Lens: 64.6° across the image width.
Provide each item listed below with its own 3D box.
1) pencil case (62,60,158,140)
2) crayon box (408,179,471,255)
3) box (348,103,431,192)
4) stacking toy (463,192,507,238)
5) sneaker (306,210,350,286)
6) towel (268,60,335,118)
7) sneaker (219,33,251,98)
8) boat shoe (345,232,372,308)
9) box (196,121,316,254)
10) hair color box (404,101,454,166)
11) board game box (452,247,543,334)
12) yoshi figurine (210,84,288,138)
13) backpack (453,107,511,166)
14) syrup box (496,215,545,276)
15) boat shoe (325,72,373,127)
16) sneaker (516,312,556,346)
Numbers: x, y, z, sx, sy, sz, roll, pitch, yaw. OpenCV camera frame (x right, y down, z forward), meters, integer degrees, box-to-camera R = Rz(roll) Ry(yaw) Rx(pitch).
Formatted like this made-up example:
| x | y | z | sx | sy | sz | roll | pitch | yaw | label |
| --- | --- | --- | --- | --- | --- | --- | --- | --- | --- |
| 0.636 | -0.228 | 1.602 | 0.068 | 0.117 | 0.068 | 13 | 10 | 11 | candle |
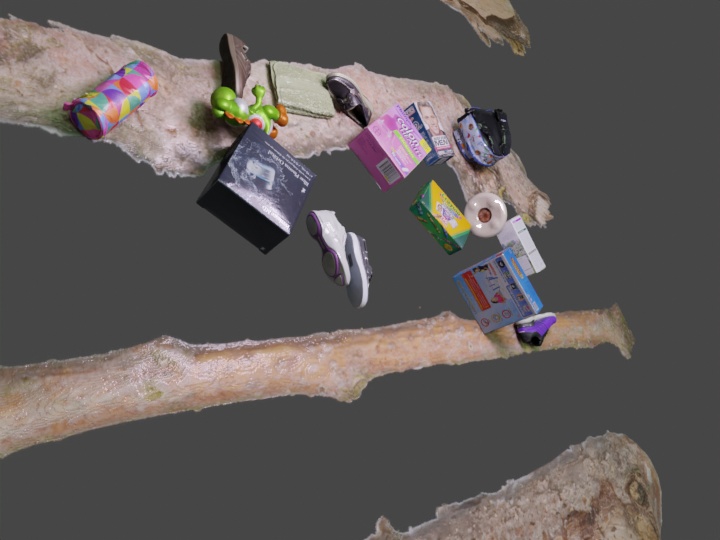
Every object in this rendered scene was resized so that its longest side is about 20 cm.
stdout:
| x | y | z | sx | sy | sz | roll | pitch | yaw | label |
| --- | --- | --- | --- | --- | --- | --- | --- | --- | --- |
| -0.496 | -0.348 | 1.148 | 0.088 | 0.088 | 0.201 | 44 | 45 | -16 | pencil case |
| 0.247 | -0.162 | 1.748 | 0.200 | 0.058 | 0.120 | 46 | 46 | -15 | crayon box |
| 0.090 | -0.363 | 1.677 | 0.177 | 0.096 | 0.200 | 52 | 44 | -9 | box |
| 0.437 | -0.181 | 1.910 | 0.199 | 0.144 | 0.149 | -5 | 72 | -63 | stacking toy |
| -0.059 | -0.061 | 1.408 | 0.099 | 0.074 | 0.204 | -15 | 80 | -44 | sneaker |
| -0.157 | -0.493 | 1.559 | 0.197 | 0.036 | 0.152 | 0 | 71 | -42 | towel |
| -0.298 | -0.495 | 1.407 | 0.075 | 0.070 | 0.204 | 7 | 66 | -41 | sneaker |
| 0.000 | 0.000 | 1.443 | 0.065 | 0.070 | 0.204 | 9 | 57 | -37 | boat shoe |
| -0.229 | -0.184 | 1.286 | 0.196 | 0.117 | 0.203 | 37 | 50 | -23 | box |
| 0.224 | -0.450 | 1.868 | 0.099 | 0.060 | 0.203 | -20 | 83 | -46 | hair color box |
| 0.403 | 0.063 | 1.681 | 0.056 | 0.195 | 0.202 | -32 | 92 | -46 | board game box |
| -0.273 | -0.381 | 1.341 | 0.198 | 0.110 | 0.115 | 1 | 98 | -52 | yoshi figurine |
| 0.431 | -0.461 | 1.998 | 0.197 | 0.154 | 0.193 | -10 | 68 | -38 | backpack |
| 0.550 | -0.079 | 1.968 | 0.081 | 0.078 | 0.203 | -23 | 85 | -45 | syrup box |
| -0.029 | -0.487 | 1.633 | 0.199 | 0.071 | 0.066 | 35 | 52 | -49 | boat shoe |
| 0.583 | 0.199 | 1.877 | 0.197 | 0.069 | 0.102 | -4 | 79 | -39 | sneaker |
